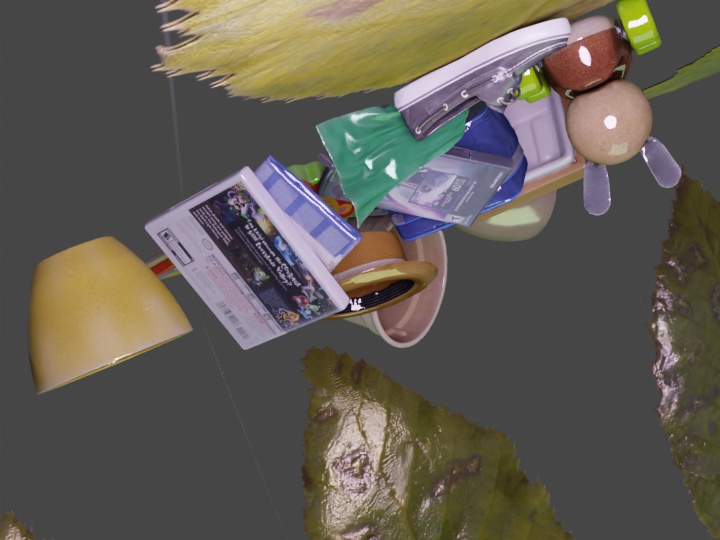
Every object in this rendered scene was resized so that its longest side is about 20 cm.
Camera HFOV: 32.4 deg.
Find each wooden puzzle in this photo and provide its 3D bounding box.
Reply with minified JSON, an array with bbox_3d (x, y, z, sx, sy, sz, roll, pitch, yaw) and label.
[{"bbox_3d":[-0.276,-0.023,1.951,0.198,0.038,0.185,-23,179,19],"label":"wooden puzzle"}]

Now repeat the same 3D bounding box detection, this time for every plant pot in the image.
[{"bbox_3d":[-0.318,0.044,1.480,0.198,0.144,0.200,-23,180,0],"label":"plant pot"},{"bbox_3d":[0.178,-0.134,1.849,0.133,0.203,0.200,-12,174,-31],"label":"plant pot"},{"bbox_3d":[0.000,0.000,1.810,0.181,0.204,0.200,8,-163,34],"label":"plant pot"}]

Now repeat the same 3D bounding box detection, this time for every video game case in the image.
[{"bbox_3d":[-0.134,-0.009,1.448,0.181,0.201,0.023,-22,-157,40],"label":"video game case"},{"bbox_3d":[0.060,-0.108,1.443,0.197,0.019,0.143,10,152,-12],"label":"video game case"}]

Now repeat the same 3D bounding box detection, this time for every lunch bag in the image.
[{"bbox_3d":[0.109,-0.121,1.578,0.198,0.133,0.136,-22,-163,25],"label":"lunch bag"}]

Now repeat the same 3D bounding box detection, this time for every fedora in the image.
[{"bbox_3d":[0.000,0.000,1.600,0.198,0.083,0.201,-13,165,-4],"label":"fedora"}]

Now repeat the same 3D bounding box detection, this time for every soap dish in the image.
[{"bbox_3d":[0.211,-0.165,1.694,0.198,0.159,0.081,-23,151,27],"label":"soap dish"}]

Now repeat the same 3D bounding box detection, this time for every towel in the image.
[{"bbox_3d":[-0.101,-0.034,1.441,0.200,0.146,0.024,-42,-169,44],"label":"towel"}]

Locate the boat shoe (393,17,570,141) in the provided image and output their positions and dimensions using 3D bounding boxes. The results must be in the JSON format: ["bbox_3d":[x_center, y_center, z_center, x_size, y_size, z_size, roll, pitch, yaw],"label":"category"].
[{"bbox_3d":[0.127,-0.187,1.249,0.198,0.067,0.070,-23,179,21],"label":"boat shoe"}]

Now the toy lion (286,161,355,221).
[{"bbox_3d":[-0.108,-0.068,1.550,0.198,0.069,0.192,4,143,-37],"label":"toy lion"}]

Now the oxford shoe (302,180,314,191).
[{"bbox_3d":[-0.105,-0.015,1.511,0.070,0.073,0.201,-1,138,-32],"label":"oxford shoe"}]

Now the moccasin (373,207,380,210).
[{"bbox_3d":[0.048,-0.150,1.795,0.068,0.081,0.200,-28,-169,29],"label":"moccasin"}]

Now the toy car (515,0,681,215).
[{"bbox_3d":[0.268,-0.171,1.348,0.162,0.203,0.158,-22,179,17],"label":"toy car"}]

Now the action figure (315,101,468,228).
[{"bbox_3d":[0.049,-0.146,1.336,0.199,0.119,0.054,-31,-155,-21],"label":"action figure"}]

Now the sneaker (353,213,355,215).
[{"bbox_3d":[0.015,-0.136,1.922,0.198,0.078,0.084,-20,-162,-16],"label":"sneaker"}]
